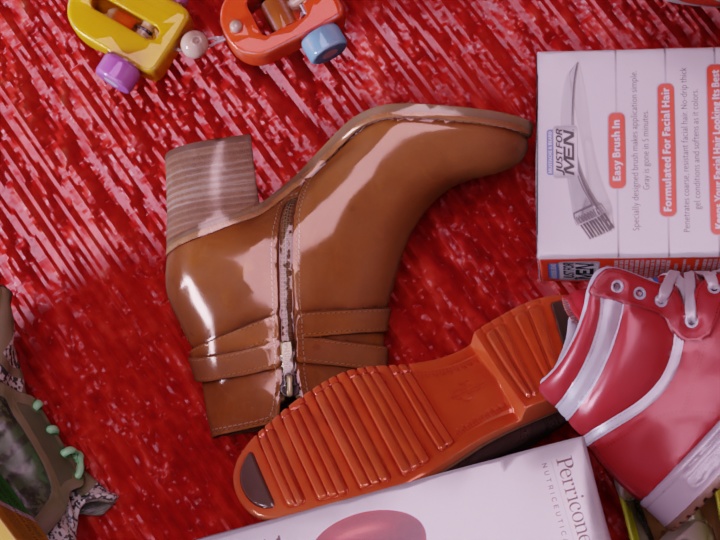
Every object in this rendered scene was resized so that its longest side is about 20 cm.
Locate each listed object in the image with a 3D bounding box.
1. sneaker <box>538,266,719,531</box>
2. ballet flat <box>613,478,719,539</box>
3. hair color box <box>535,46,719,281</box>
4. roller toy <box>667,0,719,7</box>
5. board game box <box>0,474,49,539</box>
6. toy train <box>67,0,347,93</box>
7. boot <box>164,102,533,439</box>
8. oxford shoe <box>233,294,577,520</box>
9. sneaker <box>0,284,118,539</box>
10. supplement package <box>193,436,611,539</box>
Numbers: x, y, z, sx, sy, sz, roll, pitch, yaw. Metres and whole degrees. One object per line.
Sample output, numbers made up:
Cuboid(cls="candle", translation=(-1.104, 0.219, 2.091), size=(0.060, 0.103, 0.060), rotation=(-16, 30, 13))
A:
Cuboid(cls="sneaker", translation=(0.170, 0.012, 0.920), size=(0.112, 0.071, 0.200), rotation=(42, 78, 9))
Cuboid(cls="ballet flat", translation=(0.155, 0.121, 0.956), size=(0.067, 0.067, 0.200), rotation=(-21, 73, 34))
Cuboid(cls="hair color box", translation=(0.189, -0.054, 1.005), size=(0.200, 0.064, 0.111), rotation=(0, 78, 5))
Cuboid(cls="roller toy", translation=(0.228, -0.206, 0.965), size=(0.200, 0.182, 0.140), rotation=(-2, 92, -13))
Cuboid(cls="board game box", translation=(-0.256, 0.159, 0.951), size=(0.200, 0.040, 0.153), rotation=(-45, 66, 4))
Cuboid(cls="toy train", translation=(-0.097, -0.174, 1.077), size=(0.150, 0.056, 0.200), rotation=(-32, 78, -3))
Cuboid(cls="boot", translation=(0.000, 0.000, 1.010), size=(0.200, 0.077, 0.155), rotation=(-9, 80, -3))
Cuboid(cls="oxford shoe", translation=(0.035, 0.083, 0.977), size=(0.200, 0.073, 0.071), rotation=(-21, 58, -5))
Cuboid(cls="sneaker", translation=(-0.172, 0.106, 1.019), size=(0.089, 0.077, 0.200), rotation=(3, 71, -25))
Cuboid(cls="supplement package", translation=(0.035, 0.201, 0.916), size=(0.200, 0.147, 0.191), rotation=(-16, 75, 3))
